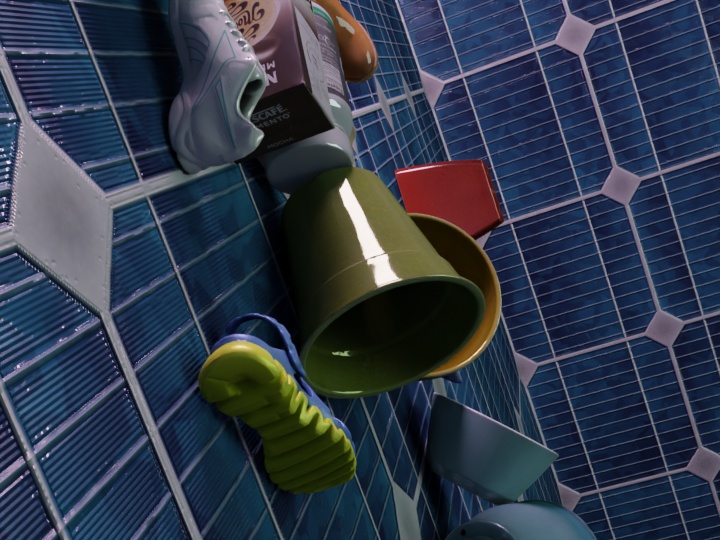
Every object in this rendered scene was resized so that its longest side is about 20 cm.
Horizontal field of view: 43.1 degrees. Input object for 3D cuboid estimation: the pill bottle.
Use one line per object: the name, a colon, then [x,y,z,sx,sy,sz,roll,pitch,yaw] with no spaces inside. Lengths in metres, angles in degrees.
pill bottle: [-0.070,-0.191,1.010,0.113,0.113,0.201,50,26,-59]

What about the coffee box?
coffee box: [-0.103,-0.222,0.912,0.080,0.113,0.201,50,25,-59]

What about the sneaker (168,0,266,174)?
sneaker: [-0.121,-0.185,0.802,0.070,0.080,0.201,32,51,-69]

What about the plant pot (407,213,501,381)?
plant pot: [0.055,0.052,1.106,0.142,0.199,0.201,111,-31,-66]

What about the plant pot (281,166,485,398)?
plant pot: [0.000,0.000,0.953,0.190,0.200,0.200,65,7,34]

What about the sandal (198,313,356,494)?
sandal: [-0.060,0.107,0.745,0.087,0.079,0.200,-98,166,-51]

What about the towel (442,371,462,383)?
towel: [0.067,0.058,1.263,0.147,0.024,0.201,16,-45,53]

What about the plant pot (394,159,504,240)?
plant pot: [0.198,-0.140,1.923,0.200,0.176,0.201,-15,87,-77]

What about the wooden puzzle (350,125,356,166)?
wooden puzzle: [-0.045,-0.148,1.219,0.185,0.046,0.201,51,29,-57]

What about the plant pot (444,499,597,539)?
plant pot: [0.198,0.402,1.211,0.188,0.200,0.201,25,47,-52]

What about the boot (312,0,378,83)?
boot: [-0.060,-0.317,1.093,0.200,0.074,0.155,49,5,7]

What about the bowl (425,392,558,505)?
bowl: [0.174,0.268,1.323,0.105,0.200,0.201,-63,156,-7]
